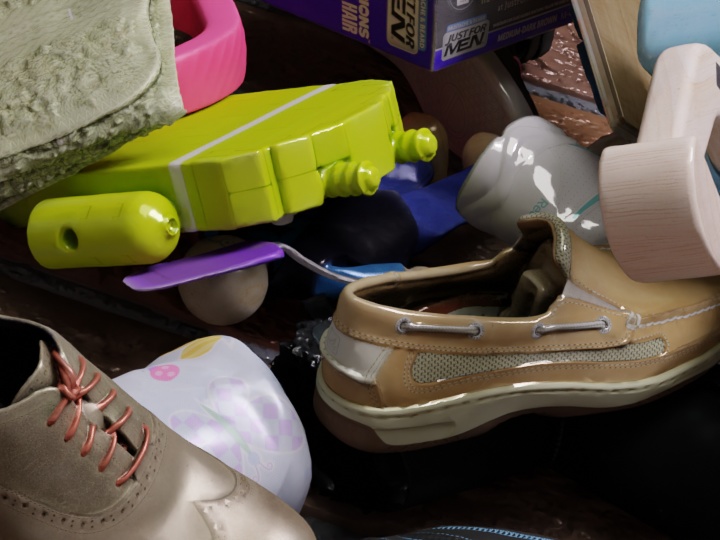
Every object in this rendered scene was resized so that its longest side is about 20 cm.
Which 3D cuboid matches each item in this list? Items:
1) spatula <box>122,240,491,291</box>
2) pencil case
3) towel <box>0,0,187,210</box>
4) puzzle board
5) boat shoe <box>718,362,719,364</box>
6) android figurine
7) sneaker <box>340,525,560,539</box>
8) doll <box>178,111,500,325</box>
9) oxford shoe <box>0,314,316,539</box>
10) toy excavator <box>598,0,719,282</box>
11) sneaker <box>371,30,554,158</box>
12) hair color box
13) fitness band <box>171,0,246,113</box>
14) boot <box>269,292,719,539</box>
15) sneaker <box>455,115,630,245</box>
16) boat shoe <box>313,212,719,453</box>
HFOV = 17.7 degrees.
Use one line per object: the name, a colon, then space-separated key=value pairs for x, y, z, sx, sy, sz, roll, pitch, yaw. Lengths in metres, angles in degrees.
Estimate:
spatula: x=0.000 y=0.000 z=0.966 sx=0.199 sy=0.021 sz=0.057 roll=2 pitch=6 yaw=-18
pencil case: x=-0.114 y=0.088 z=0.851 sx=0.200 sy=0.083 sz=0.091 roll=-21 pitch=61 yaw=-38
towel: x=-0.174 y=-0.083 z=1.015 sx=0.199 sy=0.037 sz=0.149 roll=-24 pitch=49 yaw=9
puzzle board: x=0.127 y=-0.131 z=1.097 sx=0.151 sy=0.017 sz=0.201 roll=25 pitch=46 yaw=-54
boat shoe: x=0.181 y=0.044 z=1.052 sx=0.073 sy=0.063 sz=0.200 roll=-32 pitch=26 yaw=13
android figurine: x=-0.062 y=-0.046 z=1.020 sx=0.199 sy=0.041 sz=0.182 roll=-2 pitch=19 yaw=34
sneaker: x=0.009 y=0.134 z=0.859 sx=0.199 sy=0.074 sz=0.082 roll=3 pitch=11 yaw=-13
doll: x=-0.015 y=-0.019 z=1.063 sx=0.136 sy=0.049 sz=0.200 roll=19 pitch=30 yaw=30
oxford shoe: x=-0.099 y=0.063 z=0.769 sx=0.199 sy=0.075 sz=0.071 roll=22 pitch=48 yaw=-11
toy excavator: x=0.142 y=-0.068 z=0.894 sx=0.100 sy=0.200 sz=0.195 roll=-7 pitch=68 yaw=28
sneaker: x=0.073 y=-0.121 z=1.217 sx=0.099 sy=0.071 sz=0.200 roll=-10 pitch=36 yaw=-22
hair color box: x=0.003 y=-0.168 z=1.165 sx=0.109 sy=0.065 sz=0.200 roll=-23 pitch=35 yaw=-39
fitness band: x=-0.130 y=-0.112 z=1.122 sx=0.143 sy=0.038 sz=0.200 roll=-8 pitch=22 yaw=-8
boot: x=0.068 y=0.068 z=0.951 sx=0.162 sy=0.074 sz=0.198 roll=-9 pitch=33 yaw=-32
sneaker: x=0.123 y=-0.025 z=1.083 sx=0.080 sy=0.071 sz=0.200 roll=40 pitch=25 yaw=24
boat shoe: x=0.076 y=0.013 z=0.906 sx=0.199 sy=0.076 sz=0.072 roll=-15 pitch=36 yaw=-32
